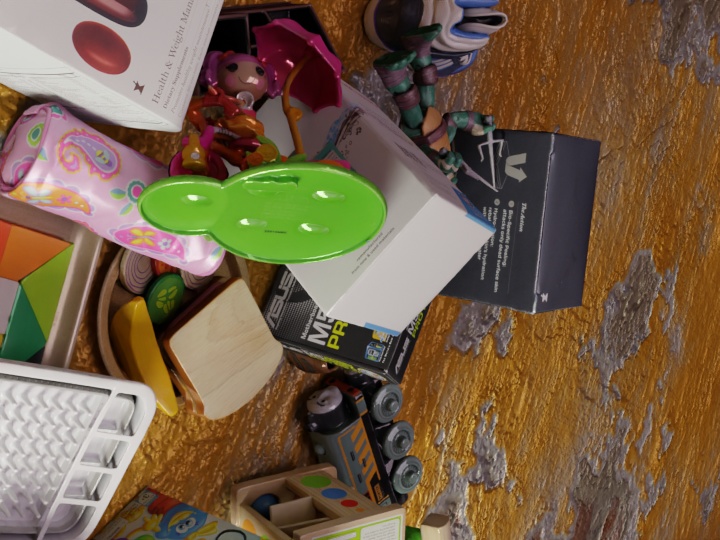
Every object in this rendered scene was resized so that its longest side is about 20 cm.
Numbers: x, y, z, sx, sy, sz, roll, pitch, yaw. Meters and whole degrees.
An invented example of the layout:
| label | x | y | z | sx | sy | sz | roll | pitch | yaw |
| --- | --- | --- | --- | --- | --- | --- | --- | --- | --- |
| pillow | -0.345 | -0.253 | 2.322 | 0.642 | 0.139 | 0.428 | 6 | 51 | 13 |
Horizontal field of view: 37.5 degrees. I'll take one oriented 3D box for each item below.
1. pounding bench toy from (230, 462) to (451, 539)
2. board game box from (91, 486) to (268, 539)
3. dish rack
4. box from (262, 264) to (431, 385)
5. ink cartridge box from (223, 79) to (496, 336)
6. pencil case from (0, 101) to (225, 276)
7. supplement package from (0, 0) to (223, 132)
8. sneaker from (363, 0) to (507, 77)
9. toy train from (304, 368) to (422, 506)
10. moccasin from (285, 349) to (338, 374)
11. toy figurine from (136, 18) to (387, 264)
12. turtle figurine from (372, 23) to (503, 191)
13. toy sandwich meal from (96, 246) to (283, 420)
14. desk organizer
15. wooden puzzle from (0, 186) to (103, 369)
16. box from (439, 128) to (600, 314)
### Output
| label | x | y | z | sx | sy | sz | roll | pitch | yaw |
| --- | --- | --- | --- | --- | --- | --- | --- | --- | --- |
| pounding bench toy | -0.021 | 0.283 | 1.113 | 0.198 | 0.155 | 0.126 | -7 | 105 | -34 |
| board game box | -0.147 | 0.291 | 0.952 | 0.103 | 0.199 | 0.106 | -43 | 128 | -36 |
| dish rack | -0.277 | 0.146 | 0.859 | 0.199 | 0.043 | 0.173 | 18 | 105 | -50 |
| box | 0.000 | 0.000 | 1.095 | 0.202 | 0.159 | 0.044 | -68 | 152 | -13 |
| ink cartridge box | -0.007 | -0.067 | 0.996 | 0.146 | 0.200 | 0.146 | -47 | 152 | 12 |
| pencil case | -0.195 | -0.065 | 0.879 | 0.199 | 0.087 | 0.088 | 25 | 79 | -37 |
| supplement package | -0.219 | -0.234 | 0.795 | 0.199 | 0.146 | 0.193 | 25 | 78 | -50 |
| sneaker | 0.114 | -0.262 | 1.187 | 0.199 | 0.145 | 0.082 | 7 | 93 | -50 |
| toy train | 0.001 | 0.203 | 1.208 | 0.114 | 0.085 | 0.202 | -34 | 123 | -30 |
| moccasin | -0.001 | 0.030 | 1.165 | 0.202 | 0.077 | 0.074 | -49 | 132 | -32 |
| toy figurine | -0.082 | -0.123 | 0.879 | 0.198 | 0.150 | 0.186 | 3 | 62 | -15 |
| turtle figurine | 0.080 | -0.143 | 1.104 | 0.150 | 0.100 | 0.201 | -68 | 140 | -55 |
| toy sandwich meal | -0.155 | 0.046 | 0.990 | 0.204 | 0.070 | 0.208 | -14 | 109 | -48 |
| desk organizer | -0.106 | -0.208 | 0.989 | 0.199 | 0.076 | 0.073 | -21 | 114 | -46 |
| wooden puzzle | -0.302 | 0.025 | 0.837 | 0.199 | 0.037 | 0.187 | 20 | 83 | -50 |
| box | 0.159 | -0.065 | 1.243 | 0.117 | 0.199 | 0.199 | -2 | 100 | -50 |
